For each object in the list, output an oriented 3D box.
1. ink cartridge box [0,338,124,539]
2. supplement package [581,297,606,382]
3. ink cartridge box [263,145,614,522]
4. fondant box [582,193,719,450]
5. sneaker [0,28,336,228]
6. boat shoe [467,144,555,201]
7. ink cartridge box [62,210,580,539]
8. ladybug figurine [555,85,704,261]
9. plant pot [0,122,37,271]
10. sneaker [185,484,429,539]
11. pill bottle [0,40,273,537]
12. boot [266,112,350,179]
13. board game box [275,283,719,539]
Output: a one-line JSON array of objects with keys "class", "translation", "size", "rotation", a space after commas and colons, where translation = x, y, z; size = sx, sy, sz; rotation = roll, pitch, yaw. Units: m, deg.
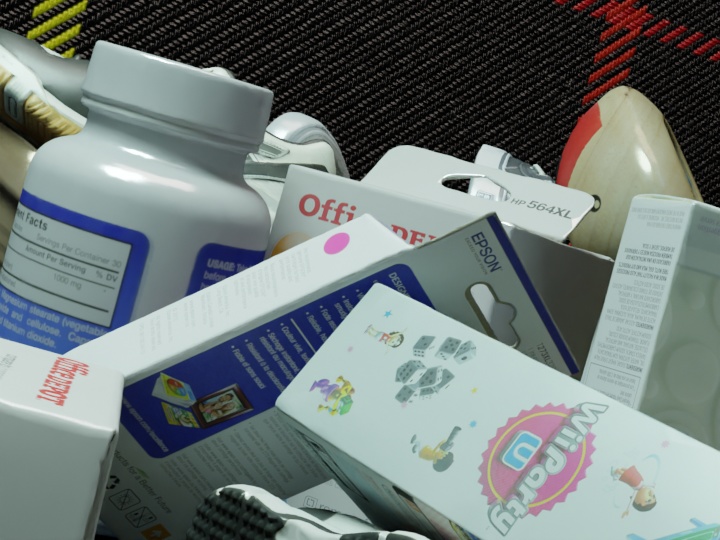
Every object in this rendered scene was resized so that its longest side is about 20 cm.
[{"class": "ink cartridge box", "translation": [-0.179, 0.054, 0.518], "size": [0.198, 0.085, 0.145], "rotation": [15, 2, -8]}, {"class": "supplement package", "translation": [0.116, 0.086, 1.013], "size": [0.199, 0.153, 0.150], "rotation": [17, 3, 38]}, {"class": "ink cartridge box", "translation": [0.025, 0.042, 0.785], "size": [0.128, 0.202, 0.125], "rotation": [16, 2, 30]}, {"class": "fondant box", "translation": [0.161, 0.084, 0.692], "size": [0.143, 0.202, 0.058], "rotation": [15, 1, -19]}, {"class": "sneaker", "translation": [-0.104, -0.072, 0.827], "size": [0.199, 0.088, 0.076], "rotation": [32, -19, -1]}, {"class": "boat shoe", "translation": [0.098, -0.036, 1.015], "size": [0.067, 0.072, 0.200], "rotation": [12, 6, 3]}, {"class": "ink cartridge box", "translation": [-0.024, 0.040, 0.630], "size": [0.037, 0.199, 0.095], "rotation": [-99, 162, -48]}, {"class": "ladybug figurine", "translation": [0.157, -0.034, 0.935], "size": [0.072, 0.137, 0.200], "rotation": [-24, 1, 13]}, {"class": "plant pot", "translation": [-0.180, 0.019, 0.864], "size": [0.201, 0.093, 0.201], "rotation": [42, -18, 17]}, {"class": "sneaker", "translation": [0.017, 0.116, 0.526], "size": [0.080, 0.074, 0.200], "rotation": [17, 1, -32]}, {"class": "pill bottle", "translation": [-0.103, 0.006, 0.728], "size": [0.111, 0.202, 0.112], "rotation": [16, 4, -1]}, {"class": "boot", "translation": [0.000, 0.000, 0.919], "size": [0.095, 0.074, 0.201], "rotation": [29, -25, 29]}, {"class": "board game box", "translation": [0.080, 0.099, 0.548], "size": [0.200, 0.064, 0.148], "rotation": [26, -19, 48]}]
